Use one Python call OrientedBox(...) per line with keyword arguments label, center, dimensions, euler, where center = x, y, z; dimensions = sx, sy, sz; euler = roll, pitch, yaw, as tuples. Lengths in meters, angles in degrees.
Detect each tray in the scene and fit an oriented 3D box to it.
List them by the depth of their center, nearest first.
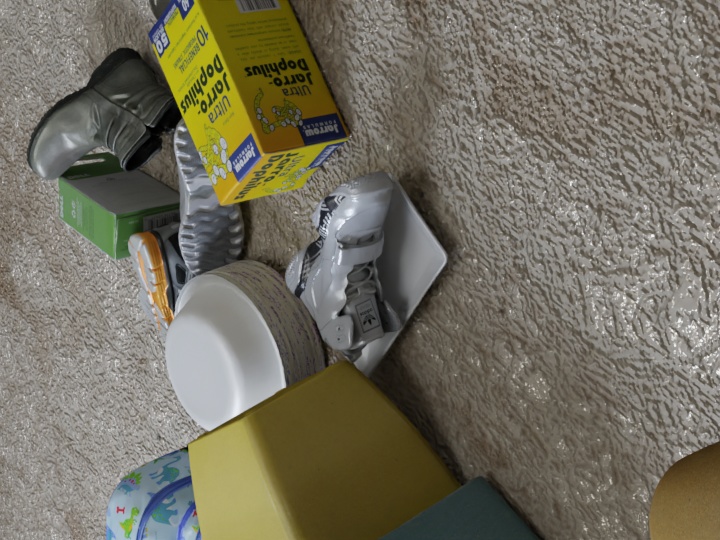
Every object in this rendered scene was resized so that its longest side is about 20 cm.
OrientedBox(label="tray", center=(0.022, 0.007, 1.225), dimensions=(0.108, 0.022, 0.201), euler=(57, 140, 24))

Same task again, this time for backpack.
OrientedBox(label="backpack", center=(-0.181, 0.293, 1.444), dimensions=(0.146, 0.198, 0.186), euler=(23, 119, 46))

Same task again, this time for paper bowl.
OrientedBox(label="paper bowl", center=(-0.137, 0.098, 1.387), dimensions=(0.199, 0.104, 0.204), euler=(21, 120, 41))

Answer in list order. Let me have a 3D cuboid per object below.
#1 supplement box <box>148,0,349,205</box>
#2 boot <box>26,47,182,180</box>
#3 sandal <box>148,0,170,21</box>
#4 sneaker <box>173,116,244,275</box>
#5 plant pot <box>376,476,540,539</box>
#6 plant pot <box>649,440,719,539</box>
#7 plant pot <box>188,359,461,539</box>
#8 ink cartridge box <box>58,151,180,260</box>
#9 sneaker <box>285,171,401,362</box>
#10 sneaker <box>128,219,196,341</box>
OrientedBox(label="supplement box", center=(-0.114, -0.186, 1.264), dimensions=(0.109, 0.108, 0.202), euler=(-40, 71, 51))
OrientedBox(label="boot", center=(-0.301, -0.158, 1.487), dimensions=(0.200, 0.068, 0.131), euler=(-46, 56, 8))
OrientedBox(label="sandal", center=(-0.186, -0.334, 1.280), dimensions=(0.082, 0.054, 0.201), euler=(57, 141, 20))
OrientedBox(label="sneaker", center=(-0.168, -0.088, 1.423), dimensions=(0.082, 0.073, 0.203), euler=(-99, 9, -62))
OrientedBox(label="plant pot", center=(0.097, 0.346, 1.118), dimensions=(0.199, 0.194, 0.199), euler=(37, 129, 29))
OrientedBox(label="plant pot", center=(0.284, 0.176, 0.830), dimensions=(0.199, 0.184, 0.189), euler=(-4, 99, 65))
OrientedBox(label="plant pot", center=(-0.053, 0.205, 1.221), dimensions=(0.199, 0.199, 0.178), euler=(-30, 88, 52))
OrientedBox(label="ink cartridge box", center=(-0.305, -0.083, 1.555), dimensions=(0.199, 0.103, 0.060), euler=(30, 124, 43))
OrientedBox(label="sneaker", center=(0.000, 0.000, 1.175), dimensions=(0.116, 0.074, 0.200), euler=(59, 146, 19))
OrientedBox(label="sneaker", center=(-0.220, 0.020, 1.511), dimensions=(0.078, 0.077, 0.201), euler=(45, 152, 28))
